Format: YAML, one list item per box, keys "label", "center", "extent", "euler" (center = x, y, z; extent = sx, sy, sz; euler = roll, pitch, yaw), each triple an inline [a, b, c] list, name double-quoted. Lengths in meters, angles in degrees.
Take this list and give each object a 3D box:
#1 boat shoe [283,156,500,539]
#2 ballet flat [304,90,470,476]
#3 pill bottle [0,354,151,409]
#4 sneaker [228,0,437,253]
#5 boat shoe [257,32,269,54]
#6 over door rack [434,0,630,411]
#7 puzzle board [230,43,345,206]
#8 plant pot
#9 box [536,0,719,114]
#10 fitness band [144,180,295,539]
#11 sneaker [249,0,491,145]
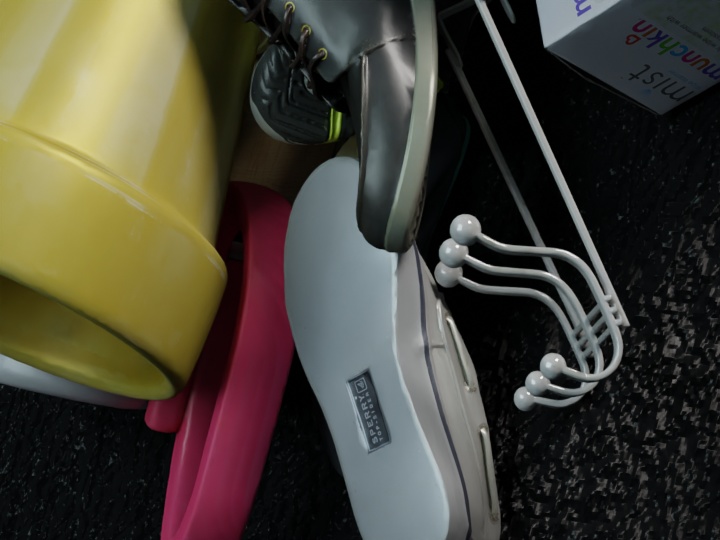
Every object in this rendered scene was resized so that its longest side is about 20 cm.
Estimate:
- label: "boat shoe"
  center: [0.021, 0.044, 1.210]
  extent: [0.072, 0.066, 0.201]
  euler: [-30, 69, 31]
- label: "ballet flat"
  center: [0.000, 0.000, 1.278]
  extent: [0.073, 0.073, 0.201]
  euler: [2, 75, 48]
- label: "pill bottle"
  center: [-0.141, -0.033, 1.393]
  extent: [0.112, 0.112, 0.202]
  euler: [14, 92, 49]
- label: "sneaker"
  center: [-0.019, -0.101, 1.187]
  extent: [0.075, 0.105, 0.201]
  euler: [94, 176, -66]
- label: "boat shoe"
  center: [-0.071, -0.214, 1.385]
  extent: [0.073, 0.063, 0.202]
  euler: [23, 115, 39]
- label: "over door rack"
  center: [0.061, -0.040, 1.134]
  extent: [0.066, 0.148, 0.201]
  euler: [-12, 83, -3]
- label: "puzzle board"
  center: [-0.067, -0.096, 1.436]
  extent: [0.199, 0.017, 0.152]
  euler: [5, 77, 49]
- label: "plant pot"
  center: [-0.142, -0.064, 1.250]
  extent: [0.200, 0.200, 0.190]
  euler: [5, 68, 48]
- label: "box"
  center: [0.162, -0.204, 1.177]
  extent: [0.176, 0.096, 0.201]
  euler: [-28, 54, 33]
- label: "fitness band"
  center: [-0.069, 0.055, 1.301]
  extent: [0.144, 0.037, 0.201]
  euler: [-129, 50, -67]
- label: "sneaker"
  center: [0.020, -0.126, 1.280]
  extent: [0.200, 0.076, 0.076]
  euler: [-42, 9, -24]
